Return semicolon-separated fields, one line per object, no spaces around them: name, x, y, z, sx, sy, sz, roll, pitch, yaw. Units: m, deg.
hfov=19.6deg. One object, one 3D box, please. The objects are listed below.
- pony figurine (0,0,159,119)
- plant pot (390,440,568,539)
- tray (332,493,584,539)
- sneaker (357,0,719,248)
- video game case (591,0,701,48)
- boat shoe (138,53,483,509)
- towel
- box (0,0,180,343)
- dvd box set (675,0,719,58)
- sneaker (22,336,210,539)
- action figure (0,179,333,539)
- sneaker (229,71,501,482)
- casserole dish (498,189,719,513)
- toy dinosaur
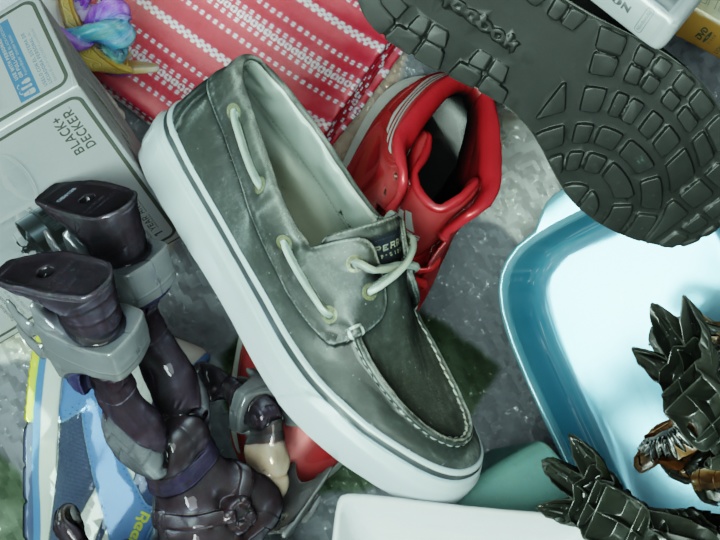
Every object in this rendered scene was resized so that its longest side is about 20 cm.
pony figurine;-0.196;-0.142;0.882;0.198;0.167;0.195;-10;110;-2
plant pot;0.028;0.174;0.882;0.200;0.141;0.142;-42;91;-12
tray;0.032;0.191;0.800;0.106;0.022;0.202;7;77;-12
sneaker;0.087;-0.097;0.879;0.200;0.088;0.076;40;117;-18
video game case;0.101;-0.205;0.885;0.181;0.023;0.200;38;51;5
boat shoe;-0.012;0.002;0.829;0.200;0.072;0.071;51;122;8
towel;-0.035;-0.146;0.949;0.144;0.022;0.201;36;85;-2
box;-0.187;-0.014;0.864;0.199;0.117;0.060;-31;54;2
dvd box set;0.107;-0.201;0.941;0.199;0.029;0.147;26;67;-4
sneaker;-0.105;0.118;0.903;0.081;0.074;0.202;1;88;-7
action figure;-0.079;0.065;0.841;0.069;0.130;0.201;-1;125;33
sneaker;0.000;0.000;0.896;0.078;0.116;0.202;21;84;-4
casserole dish;0.142;0.050;0.932;0.120;0.039;0.201;-25;90;14
toy dinosaur;0.158;0.075;0.812;0.135;0.200;0.103;18;97;-30
